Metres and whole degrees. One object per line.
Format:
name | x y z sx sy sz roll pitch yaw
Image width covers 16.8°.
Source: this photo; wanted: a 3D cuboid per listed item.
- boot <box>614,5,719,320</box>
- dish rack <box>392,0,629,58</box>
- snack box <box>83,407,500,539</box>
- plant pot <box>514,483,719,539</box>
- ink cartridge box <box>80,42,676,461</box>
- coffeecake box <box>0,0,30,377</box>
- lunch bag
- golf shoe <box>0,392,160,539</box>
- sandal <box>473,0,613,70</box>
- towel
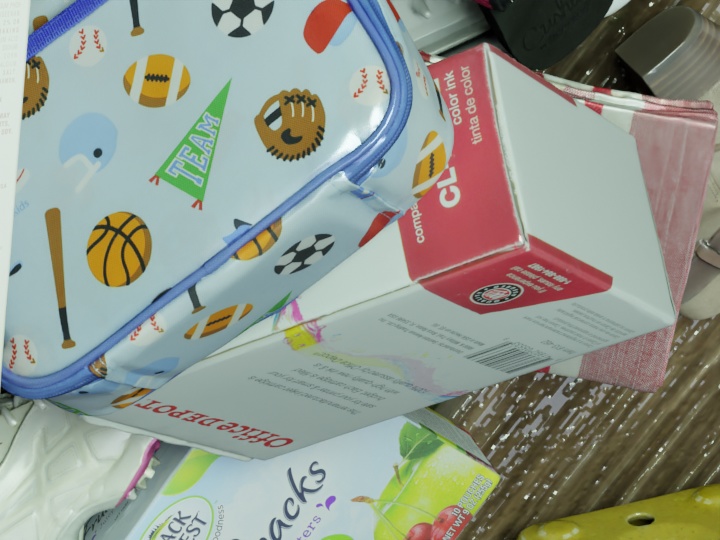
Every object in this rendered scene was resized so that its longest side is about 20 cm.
boot | 0.120 -0.026 1.104 0.199 0.070 0.146 -33 131 11
dish rack | 0.022 -0.176 1.012 0.171 0.044 0.201 -26 119 -7
snack box | -0.051 0.132 1.119 0.142 0.053 0.201 31 100 -26
plant pot | 0.150 0.219 1.157 0.194 0.194 0.202 -12 110 -14
ink cartridge box | 0.000 0.000 0.949 0.199 0.084 0.145 -20 160 24
coffeecake box | -0.179 -0.068 0.813 0.073 0.153 0.202 -8 116 -36
lunch bag | -0.078 -0.053 0.868 0.199 0.161 0.076 -34 160 11
golf shoe | -0.137 0.076 1.056 0.091 0.075 0.201 33 92 -12
sandal | 0.061 -0.130 0.936 0.075 0.045 0.200 -43 146 4
towel | 0.042 -0.025 1.030 0.198 0.023 0.145 11 126 4
